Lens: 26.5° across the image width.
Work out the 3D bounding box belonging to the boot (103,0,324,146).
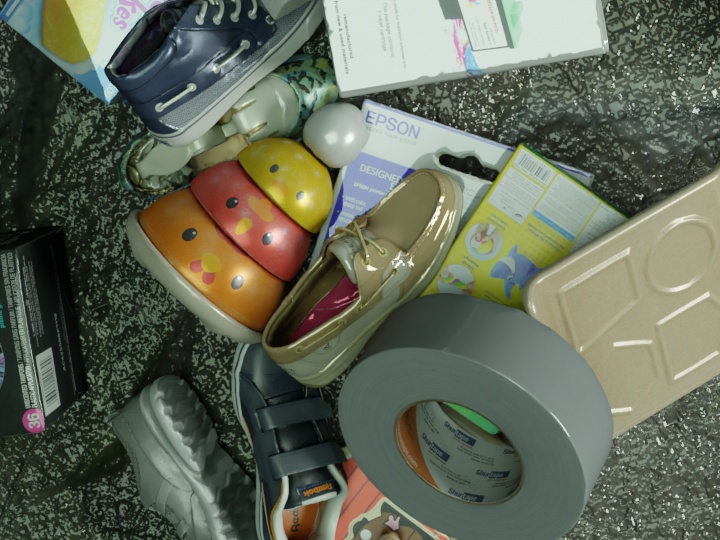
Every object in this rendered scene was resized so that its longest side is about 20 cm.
[{"bbox_3d":[-0.104,-0.191,1.174,0.073,0.090,0.200,35,81,36],"label":"boot"}]

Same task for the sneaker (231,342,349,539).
[{"bbox_3d":[-0.052,0.145,1.248,0.078,0.079,0.202,-14,103,-24],"label":"sneaker"}]

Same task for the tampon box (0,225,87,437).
[{"bbox_3d":[-0.344,0.055,1.245,0.198,0.126,0.151,-7,98,7],"label":"tampon box"}]

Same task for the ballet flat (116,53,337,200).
[{"bbox_3d":[-0.108,-0.110,1.226,0.199,0.074,0.075,-29,96,9],"label":"ballet flat"}]

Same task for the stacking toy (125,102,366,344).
[{"bbox_3d":[-0.073,-0.056,1.196,0.146,0.146,0.200,42,97,-3],"label":"stacking toy"}]

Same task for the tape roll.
[{"bbox_3d":[0.085,0.115,1.140,0.199,0.066,0.201,18,134,19],"label":"tape roll"}]

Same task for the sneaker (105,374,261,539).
[{"bbox_3d":[-0.144,0.187,1.288,0.082,0.075,0.201,-23,95,29],"label":"sneaker"}]

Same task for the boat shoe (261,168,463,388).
[{"bbox_3d":[0.000,0.000,1.172,0.200,0.069,0.074,-53,49,3],"label":"boat shoe"}]

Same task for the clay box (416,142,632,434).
[{"bbox_3d":[0.116,0.015,1.192,0.115,0.048,0.201,34,101,3],"label":"clay box"}]

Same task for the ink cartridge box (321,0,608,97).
[{"bbox_3d":[0.080,-0.190,1.155,0.198,0.145,0.085,-9,99,7],"label":"ink cartridge box"}]

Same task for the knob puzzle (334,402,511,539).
[{"bbox_3d":[0.051,0.216,1.285,0.218,0.030,0.221,1,100,5],"label":"knob puzzle"}]

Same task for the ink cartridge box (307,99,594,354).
[{"bbox_3d":[0.066,-0.016,1.237,0.197,0.043,0.201,19,102,1],"label":"ink cartridge box"}]

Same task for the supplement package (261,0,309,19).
[{"bbox_3d":[-0.061,-0.310,1.113,0.117,0.117,0.201,-34,91,-19],"label":"supplement package"}]

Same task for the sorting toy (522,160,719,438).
[{"bbox_3d":[0.217,0.032,1.172,0.199,0.036,0.186,-32,128,-14],"label":"sorting toy"}]

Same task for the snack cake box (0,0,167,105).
[{"bbox_3d":[-0.177,-0.244,1.210,0.115,0.067,0.200,38,101,-1],"label":"snack cake box"}]
